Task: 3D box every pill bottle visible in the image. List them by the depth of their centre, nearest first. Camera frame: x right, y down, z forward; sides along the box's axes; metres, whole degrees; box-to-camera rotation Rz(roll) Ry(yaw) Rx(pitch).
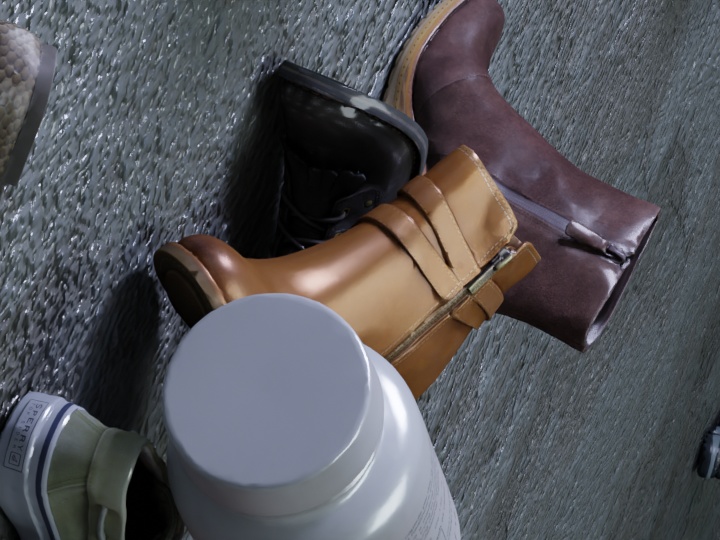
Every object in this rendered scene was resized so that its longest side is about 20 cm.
[{"bbox_3d":[-0.024,0.090,1.308,0.200,0.114,0.114,69,42,-63],"label":"pill bottle"}]

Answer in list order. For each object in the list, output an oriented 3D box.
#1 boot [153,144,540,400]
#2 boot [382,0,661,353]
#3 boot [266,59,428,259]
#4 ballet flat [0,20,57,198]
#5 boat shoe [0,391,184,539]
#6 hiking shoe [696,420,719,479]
[{"bbox_3d":[0.000,0.000,1.398,0.155,0.077,0.200,-41,140,-1],"label":"boot"},{"bbox_3d":[0.087,-0.055,1.627,0.072,0.166,0.200,86,27,-57],"label":"boot"},{"bbox_3d":[-0.033,0.005,1.480,0.174,0.069,0.200,-58,156,-14],"label":"boot"},{"bbox_3d":[-0.161,0.004,1.059,0.067,0.046,0.200,-127,-122,-70],"label":"ballet flat"},{"bbox_3d":[-0.111,0.112,1.325,0.200,0.062,0.072,66,45,-69],"label":"boat shoe"},{"bbox_3d":[0.451,0.197,3.438,0.200,0.087,0.074,-48,153,-57],"label":"hiking shoe"}]
